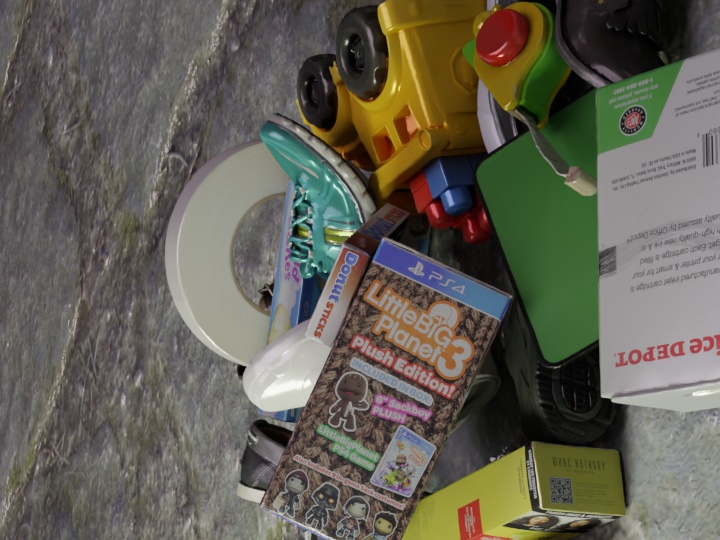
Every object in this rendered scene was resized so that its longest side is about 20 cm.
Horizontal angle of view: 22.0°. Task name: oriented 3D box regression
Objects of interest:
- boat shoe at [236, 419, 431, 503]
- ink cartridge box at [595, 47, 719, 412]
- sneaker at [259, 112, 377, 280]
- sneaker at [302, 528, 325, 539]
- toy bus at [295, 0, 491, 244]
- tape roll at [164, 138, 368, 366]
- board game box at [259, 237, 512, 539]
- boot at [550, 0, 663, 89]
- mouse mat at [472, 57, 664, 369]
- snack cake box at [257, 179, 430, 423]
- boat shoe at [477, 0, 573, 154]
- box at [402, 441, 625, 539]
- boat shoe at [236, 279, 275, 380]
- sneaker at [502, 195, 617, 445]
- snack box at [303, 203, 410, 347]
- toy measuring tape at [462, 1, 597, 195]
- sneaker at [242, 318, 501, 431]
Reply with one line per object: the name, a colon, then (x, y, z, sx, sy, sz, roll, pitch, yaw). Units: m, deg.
boat shoe: (-0.009, 0.165, 1.478, 0.199, 0.072, 0.068, 9, 88, 28)
ink cartridge box: (0.219, -0.023, 1.108, 0.145, 0.084, 0.202, -14, 70, 48)
sneaker: (-0.025, -0.033, 1.472, 0.201, 0.079, 0.077, 59, 169, -16)
sneaker: (-0.010, 0.234, 1.555, 0.088, 0.074, 0.201, 39, 124, 53)
toy bus: (0.051, -0.106, 1.477, 0.200, 0.135, 0.193, -36, 67, 59)
tape roll: (-0.068, -0.013, 1.586, 0.037, 0.201, 0.204, -175, 93, -66)
board game box: (0.019, 0.096, 1.305, 0.159, 0.096, 0.201, 81, -146, -82)
boot: (0.199, -0.221, 1.247, 0.174, 0.069, 0.201, -52, 39, 31)
mouse mat: (0.163, -0.043, 1.252, 0.160, 0.008, 0.201, -32, 47, 17)
snack cake box: (-0.012, 0.030, 1.556, 0.067, 0.114, 0.202, -175, 92, -66)
boat shoe: (0.128, -0.157, 1.381, 0.057, 0.068, 0.201, -36, 50, 55)
box: (0.103, 0.174, 1.330, 0.200, 0.075, 0.050, -36, 52, 55)
boat shoe: (-0.056, 0.042, 1.689, 0.201, 0.073, 0.075, -64, 31, 32)
sneaker: (0.132, 0.031, 1.320, 0.091, 0.075, 0.201, 136, 140, -65)
snack box: (0.000, 0.000, 1.356, 0.200, 0.024, 0.072, -46, -20, -76)
toy measuring tape: (0.130, -0.132, 1.287, 0.074, 0.073, 0.200, -67, 33, 28)
sneaker: (0.009, 0.089, 1.441, 0.074, 0.199, 0.116, 60, -171, -53)
